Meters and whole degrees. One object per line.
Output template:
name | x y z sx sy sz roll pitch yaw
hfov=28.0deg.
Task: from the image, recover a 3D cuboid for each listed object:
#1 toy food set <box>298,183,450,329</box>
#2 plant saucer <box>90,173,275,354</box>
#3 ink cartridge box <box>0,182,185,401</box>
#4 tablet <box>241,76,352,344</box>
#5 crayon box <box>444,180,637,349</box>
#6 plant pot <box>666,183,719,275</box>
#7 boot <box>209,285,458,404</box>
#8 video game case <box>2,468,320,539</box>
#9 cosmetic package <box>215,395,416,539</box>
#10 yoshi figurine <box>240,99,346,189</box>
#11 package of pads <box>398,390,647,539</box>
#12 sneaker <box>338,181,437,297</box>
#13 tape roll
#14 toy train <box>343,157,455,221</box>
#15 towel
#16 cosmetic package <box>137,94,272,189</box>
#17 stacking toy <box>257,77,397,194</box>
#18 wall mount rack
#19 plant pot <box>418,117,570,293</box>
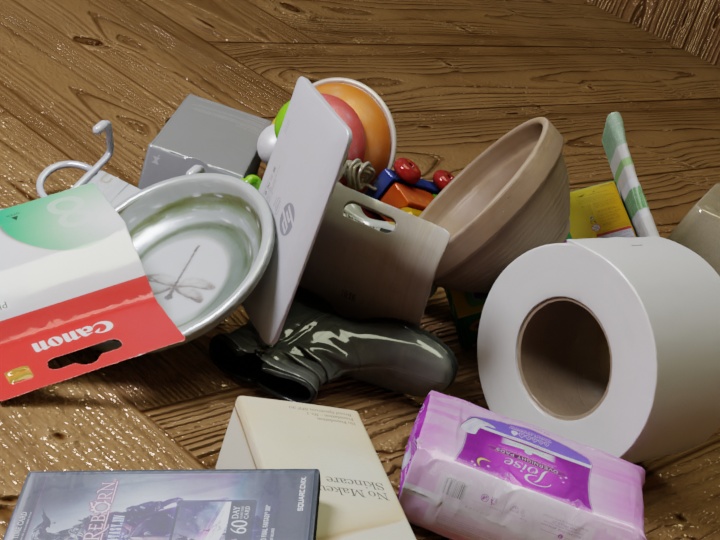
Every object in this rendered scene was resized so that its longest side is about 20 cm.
toy food set | 0.000 0.000 1.316 0.143 0.201 0.061 23 56 8
plant saucer | -0.160 0.003 1.248 0.199 0.050 0.201 -13 46 14
ink cartridge box | -0.255 0.011 1.178 0.160 0.050 0.200 -19 37 -24
tablet | -0.064 -0.052 1.228 0.014 0.201 0.130 9 24 -27
crayon box | 0.180 -0.006 1.455 0.198 0.058 0.119 -15 50 2
plant pot | 0.409 0.019 1.598 0.199 0.178 0.200 26 23 17
boot | -0.024 0.086 1.261 0.199 0.068 0.131 19 29 13
video game case | -0.128 0.175 0.913 0.198 0.019 0.143 0 30 2
cosmetic package | -0.031 0.176 1.022 0.103 0.074 0.200 9 24 -22
yoshi figurine | -0.060 -0.091 1.427 0.112 0.112 0.201 17 55 -14
package of pads | 0.129 0.177 1.145 0.199 0.076 0.121 20 21 2
sneaker | -0.009 -0.019 1.504 0.087 0.076 0.199 -28 48 -37
tape roll | 0.222 0.074 1.293 0.138 0.204 0.202 -2 31 -43
toy train | 0.050 -0.058 1.582 0.199 0.085 0.116 12 34 -48
towel | 0.281 -0.050 1.424 0.023 0.201 0.153 -18 -5 6
cosmetic package | -0.166 -0.113 1.548 0.106 0.091 0.200 20 25 0
stacking toy | -0.055 -0.141 1.582 0.145 0.147 0.200 27 13 16
wall mount rack | -0.246 -0.058 1.381 0.199 0.075 0.174 26 52 17
plant pot | 0.132 -0.043 1.371 0.093 0.201 0.201 46 20 -11
